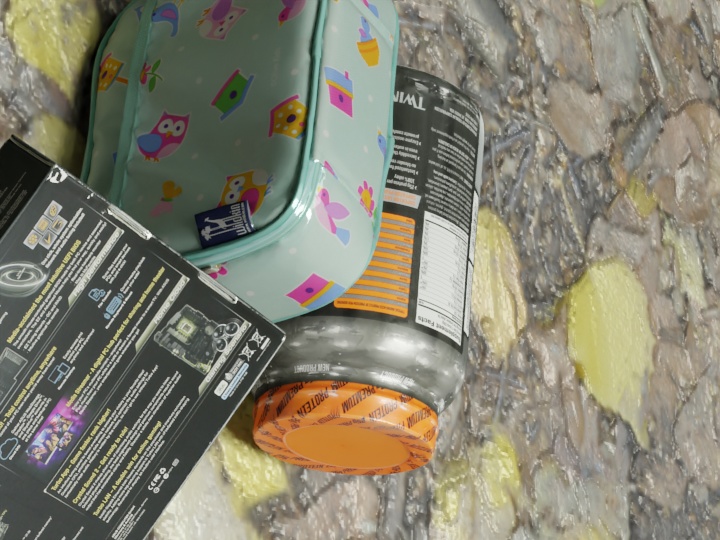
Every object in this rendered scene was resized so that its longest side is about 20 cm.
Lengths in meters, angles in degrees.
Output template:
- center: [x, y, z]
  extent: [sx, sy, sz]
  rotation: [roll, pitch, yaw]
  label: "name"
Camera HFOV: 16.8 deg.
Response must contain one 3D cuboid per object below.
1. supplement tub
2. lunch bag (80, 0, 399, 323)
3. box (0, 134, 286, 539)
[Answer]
- center: [0.000, 0.000, 1.302]
  extent: [0.122, 0.122, 0.200]
  rotation: [31, 57, -45]
  label: "supplement tub"
- center: [-0.067, -0.062, 1.205]
  extent: [0.077, 0.160, 0.200]
  rotation: [45, 41, -44]
  label: "lunch bag"
- center: [-0.147, 0.066, 1.068]
  extent: [0.160, 0.044, 0.200]
  rotation: [37, 85, -41]
  label: "box"
